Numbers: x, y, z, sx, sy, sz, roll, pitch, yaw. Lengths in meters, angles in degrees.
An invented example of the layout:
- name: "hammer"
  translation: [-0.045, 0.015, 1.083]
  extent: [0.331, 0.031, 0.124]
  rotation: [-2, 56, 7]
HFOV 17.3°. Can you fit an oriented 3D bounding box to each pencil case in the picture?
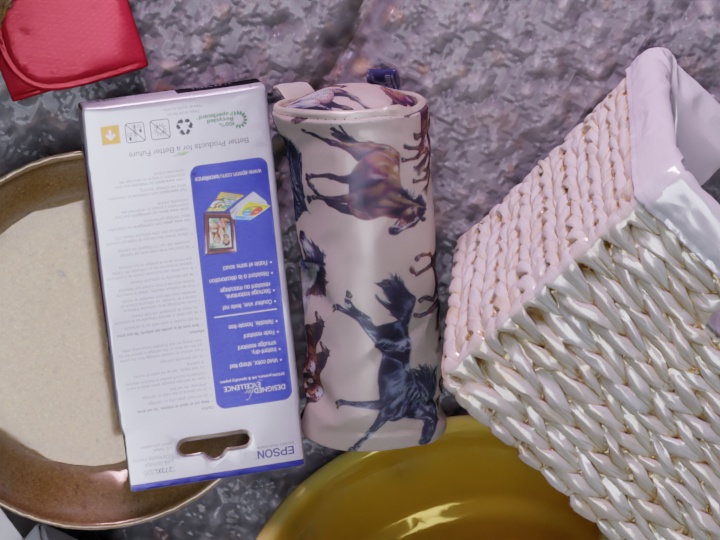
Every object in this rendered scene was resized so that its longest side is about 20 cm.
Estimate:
- name: "pencil case"
  translation: [0.000, 0.000, 1.222]
  extent: [0.077, 0.089, 0.201]
  rotation: [-13, 112, -24]

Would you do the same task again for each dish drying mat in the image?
- name: "dish drying mat"
  translation: [-0.172, -0.187, 1.190]
  extent: [0.076, 0.018, 0.201]
  rotation: [-14, 108, 6]

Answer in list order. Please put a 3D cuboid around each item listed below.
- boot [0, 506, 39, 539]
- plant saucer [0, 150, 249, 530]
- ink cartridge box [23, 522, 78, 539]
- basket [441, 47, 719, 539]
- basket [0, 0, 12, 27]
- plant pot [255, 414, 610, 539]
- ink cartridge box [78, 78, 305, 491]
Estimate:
- name: "boot"
  translation: [-0.257, 0.100, 1.265]
  extent: [0.090, 0.073, 0.201]
  rotation: [-30, 107, 6]
- name: "plant saucer"
  translation: [-0.139, 0.034, 1.241]
  extent: [0.199, 0.035, 0.202]
  rotation: [-2, 101, -10]
- name: "ink cartridge box"
  translation: [-0.171, 0.254, 1.290]
  extent: [0.146, 0.084, 0.200]
  rotation: [31, 109, -34]
- name: "basket"
  translation: [0.159, 0.031, 1.164]
  extent: [0.198, 0.200, 0.161]
  rotation: [44, 107, -12]
- name: "basket"
  translation: [-0.244, -0.142, 1.128]
  extent: [0.142, 0.149, 0.200]
  rotation: [35, 115, -5]
- name: "plant pot"
  translation: [0.060, 0.210, 1.244]
  extent: [0.200, 0.201, 0.190]
  rotation: [-17, 125, 7]
- name: "ink cartridge box"
  translation: [-0.086, 0.007, 1.210]
  extent: [0.094, 0.037, 0.201]
  rotation: [-8, 99, -10]
